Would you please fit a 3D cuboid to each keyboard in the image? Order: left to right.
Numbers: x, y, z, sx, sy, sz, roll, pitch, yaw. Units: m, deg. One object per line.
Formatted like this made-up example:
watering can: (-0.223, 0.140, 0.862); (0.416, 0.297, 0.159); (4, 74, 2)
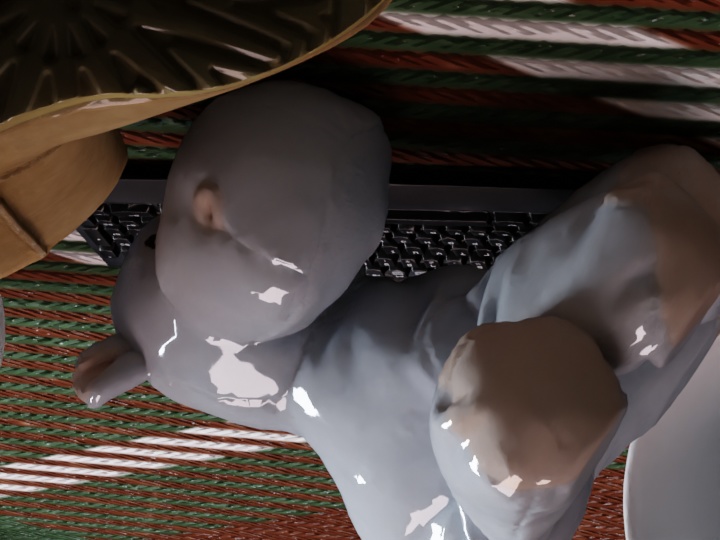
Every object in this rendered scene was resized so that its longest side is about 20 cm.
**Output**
keyboard: (0.000, 0.000, 0.995); (0.199, 0.040, 0.104); (3, 163, 19)

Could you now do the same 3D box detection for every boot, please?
boot: (-0.076, -0.049, 0.771); (0.175, 0.066, 0.200); (-16, 172, -4)

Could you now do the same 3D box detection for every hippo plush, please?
hippo plush: (0.013, 0.011, 0.902); (0.161, 0.159, 0.200); (34, 143, 11)

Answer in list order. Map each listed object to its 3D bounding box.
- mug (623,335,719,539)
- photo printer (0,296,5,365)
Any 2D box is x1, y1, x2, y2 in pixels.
mug: (0.178, 0.073, 1.029); (0.200, 0.148, 0.175); (33, -170, 36)
photo printer: (-0.256, 0.010, 1.086); (0.199, 0.070, 0.166); (-2, 162, 28)
